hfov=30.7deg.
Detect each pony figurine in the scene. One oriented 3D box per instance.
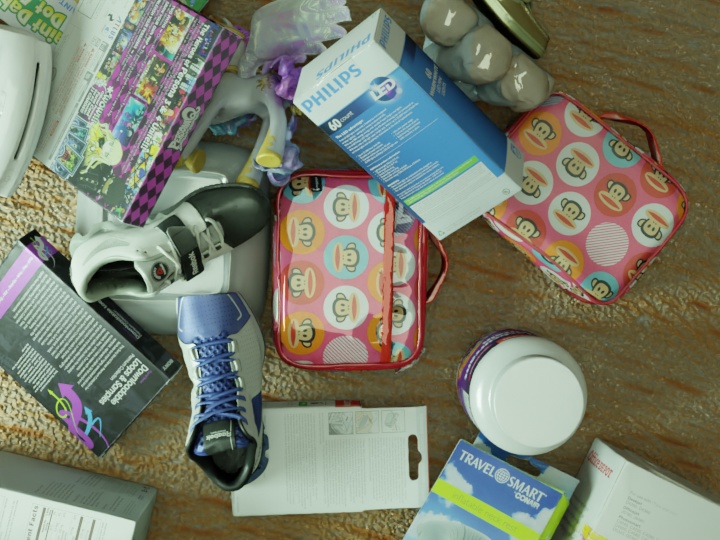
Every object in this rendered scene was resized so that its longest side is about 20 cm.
[{"bbox_3d":[-0.093,-0.174,1.268,0.192,0.167,0.201,1,57,14],"label":"pony figurine"}]

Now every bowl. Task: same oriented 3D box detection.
[{"bbox_3d":[-0.192,-0.034,1.314,0.199,0.075,0.201,1,90,0],"label":"bowl"}]

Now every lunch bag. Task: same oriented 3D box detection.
[{"bbox_3d":[0.000,0.000,1.312,0.175,0.082,0.201,0,93,-5],"label":"lunch bag"},{"bbox_3d":[0.224,-0.082,1.318,0.200,0.082,0.176,41,89,-1],"label":"lunch bag"}]

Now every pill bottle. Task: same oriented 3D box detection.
[{"bbox_3d":[0.156,0.116,1.261,0.111,0.200,0.112,0,91,-2],"label":"pill bottle"}]

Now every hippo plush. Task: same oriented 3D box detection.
[{"bbox_3d":[0.068,-0.179,1.260,0.161,0.159,0.200,-49,66,13],"label":"hippo plush"}]

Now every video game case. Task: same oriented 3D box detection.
[{"bbox_3d":[-0.223,-0.168,1.224,0.181,0.036,0.200,33,98,32],"label":"video game case"}]

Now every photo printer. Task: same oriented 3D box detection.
[{"bbox_3d":[-0.381,-0.159,1.260,0.199,0.069,0.167,14,89,35],"label":"photo printer"}]

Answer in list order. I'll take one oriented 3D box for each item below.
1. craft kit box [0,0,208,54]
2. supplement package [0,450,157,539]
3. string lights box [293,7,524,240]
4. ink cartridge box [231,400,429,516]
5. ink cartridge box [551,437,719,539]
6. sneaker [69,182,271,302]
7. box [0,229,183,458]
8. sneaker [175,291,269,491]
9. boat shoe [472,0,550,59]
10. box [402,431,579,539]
[{"bbox_3d":[-0.256,-0.295,1.292,0.200,0.049,0.198,37,93,-21],"label":"craft kit box"},{"bbox_3d":[-0.319,0.274,1.275,0.199,0.152,0.151,14,91,-2],"label":"supplement package"},{"bbox_3d":[0.046,-0.128,1.186,0.103,0.059,0.200,-31,119,32],"label":"string lights box"},{"bbox_3d":[-0.032,0.188,1.333,0.199,0.050,0.109,-1,91,-2],"label":"ink cartridge box"},{"bbox_3d":[0.265,0.292,1.294,0.146,0.147,0.201,26,91,-1],"label":"ink cartridge box"},{"bbox_3d":[-0.174,-0.016,1.225,0.199,0.089,0.074,-20,126,4],"label":"sneaker"},{"bbox_3d":[-0.289,0.075,1.299,0.200,0.036,0.143,44,122,-1],"label":"box"},{"bbox_3d":[-0.126,0.121,1.240,0.080,0.115,0.200,-9,97,-1],"label":"sneaker"},{"bbox_3d":[0.131,-0.303,1.319,0.063,0.073,0.201,-38,84,4],"label":"boat shoe"},{"bbox_3d":[0.114,0.261,1.278,0.122,0.048,0.200,25,76,24],"label":"box"}]
